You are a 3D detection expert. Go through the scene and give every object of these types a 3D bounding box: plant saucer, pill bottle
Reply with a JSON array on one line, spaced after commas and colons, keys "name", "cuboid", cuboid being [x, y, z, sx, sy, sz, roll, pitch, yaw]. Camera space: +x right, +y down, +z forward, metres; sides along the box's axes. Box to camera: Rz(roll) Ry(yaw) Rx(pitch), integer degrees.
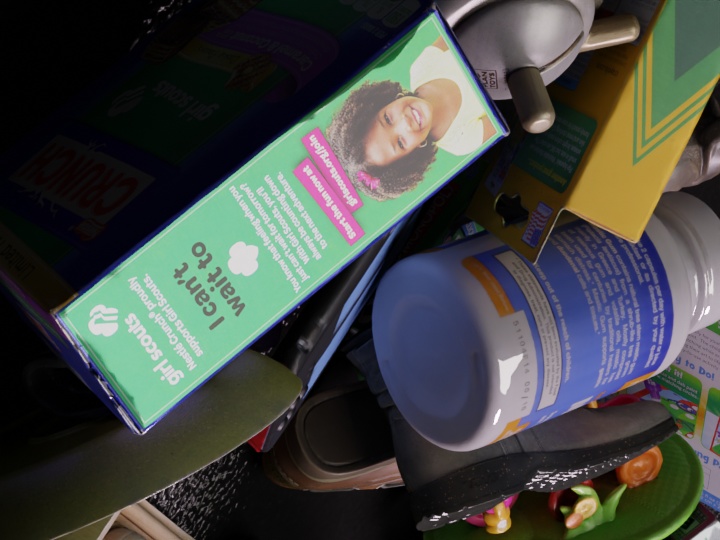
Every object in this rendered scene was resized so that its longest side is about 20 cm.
[{"name": "plant saucer", "cuboid": [-0.123, 0.079, 1.102, 0.200, 0.199, 0.031, -32, 102, -44]}, {"name": "pill bottle", "cuboid": [0.114, 0.020, 1.333, 0.199, 0.112, 0.113, -18, 132, -34]}]

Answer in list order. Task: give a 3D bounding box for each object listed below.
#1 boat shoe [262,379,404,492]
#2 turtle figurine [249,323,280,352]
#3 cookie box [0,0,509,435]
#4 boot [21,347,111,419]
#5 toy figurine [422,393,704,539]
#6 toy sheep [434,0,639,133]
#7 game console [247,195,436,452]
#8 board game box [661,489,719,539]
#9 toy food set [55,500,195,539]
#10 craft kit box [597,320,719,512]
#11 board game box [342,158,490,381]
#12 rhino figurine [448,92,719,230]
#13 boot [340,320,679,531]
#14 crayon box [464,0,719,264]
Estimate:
[{"name": "boat shoe", "cuboid": [0.033, 0.091, 1.429, 0.199, 0.072, 0.068, -3, 161, -28]}, {"name": "turtle figurine", "cuboid": [-0.039, -0.056, 1.186, 0.149, 0.101, 0.201, -35, 151, -34]}, {"name": "cookie box", "cuboid": [-0.063, -0.043, 1.013, 0.200, 0.171, 0.075, -40, 119, -10]}, {"name": "boot", "cuboid": [-0.054, -0.001, 1.082, 0.199, 0.070, 0.132, -29, -158, 20]}, {"name": "toy figurine", "cuboid": [0.120, 0.078, 1.530, 0.199, 0.150, 0.185, -22, 124, -18]}, {"name": "toy sheep", "cuboid": [0.068, -0.155, 1.199, 0.137, 0.201, 0.138, -10, 143, -8]}, {"name": "game console", "cuboid": [0.000, 0.000, 1.285, 0.201, 0.031, 0.177, -57, -179, -19]}, {"name": "board game box", "cuboid": [0.136, 0.209, 1.605, 0.200, 0.148, 0.064, -37, 126, -5]}, {"name": "toy food set", "cuboid": [-0.134, 0.200, 1.292, 0.144, 0.060, 0.200, -57, 153, -11]}, {"name": "craft kit box", "cuboid": [0.219, 0.062, 1.630, 0.048, 0.199, 0.198, -42, 148, -33]}, {"name": "board game box", "cuboid": [0.051, 0.031, 1.494, 0.135, 0.029, 0.200, -53, 152, -19]}, {"name": "rhino figurine", "cuboid": [0.143, -0.060, 1.412, 0.199, 0.060, 0.088, -24, 160, -12]}, {"name": "boot", "cuboid": [0.091, 0.065, 1.392, 0.199, 0.132, 0.068, -12, 166, -34]}, {"name": "crayon box", "cuboid": [0.137, -0.097, 1.270, 0.051, 0.126, 0.201, 24, 96, -19]}]
